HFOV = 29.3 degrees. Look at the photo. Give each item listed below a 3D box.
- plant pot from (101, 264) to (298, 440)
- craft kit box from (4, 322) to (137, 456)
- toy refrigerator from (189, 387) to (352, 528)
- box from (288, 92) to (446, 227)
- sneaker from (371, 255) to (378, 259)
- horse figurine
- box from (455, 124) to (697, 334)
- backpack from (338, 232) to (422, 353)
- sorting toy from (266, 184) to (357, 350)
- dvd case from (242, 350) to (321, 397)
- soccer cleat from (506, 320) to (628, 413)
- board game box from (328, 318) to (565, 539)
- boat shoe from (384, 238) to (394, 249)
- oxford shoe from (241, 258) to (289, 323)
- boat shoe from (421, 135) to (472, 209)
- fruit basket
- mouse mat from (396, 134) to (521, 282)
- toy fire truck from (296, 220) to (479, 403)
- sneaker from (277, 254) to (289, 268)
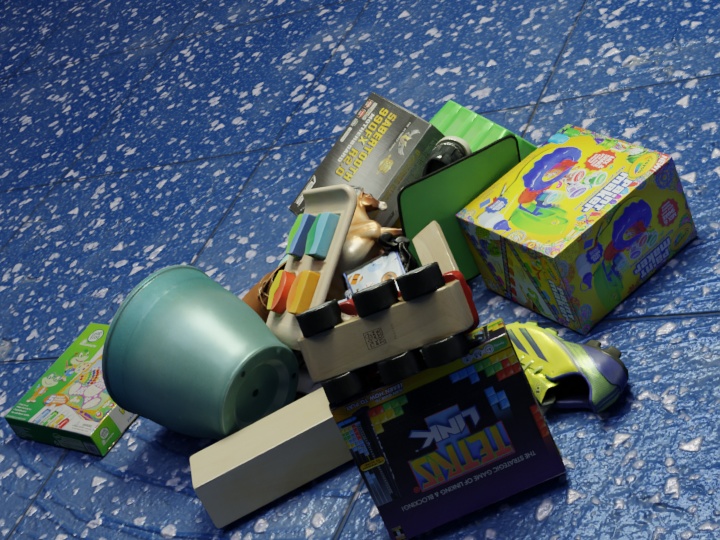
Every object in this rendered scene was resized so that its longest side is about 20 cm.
[{"bbox_3d":[-0.183,0.118,1.699,0.187,0.201,0.200,23,56,35],"label":"plant pot"},{"bbox_3d":[-0.365,0.161,1.909,0.198,0.049,0.198,4,40,41],"label":"craft kit box"},{"bbox_3d":[-0.094,0.215,1.595,0.198,0.070,0.076,-27,24,0],"label":"toy refrigerator"},{"bbox_3d":[0.010,-0.125,1.830,0.201,0.048,0.158,-54,37,1],"label":"box"},{"bbox_3d":[-0.038,0.028,1.774,0.198,0.087,0.074,-22,29,7],"label":"sneaker"},{"bbox_3d":[0.000,0.000,1.698,0.132,0.050,0.201,26,78,23],"label":"horse figurine"},{"bbox_3d":[0.260,-0.054,1.660,0.199,0.123,0.192,-39,34,-17],"label":"box"},{"bbox_3d":[0.050,0.093,1.554,0.153,0.201,0.191,-35,39,1],"label":"backpack"},{"bbox_3d":[-0.069,-0.005,1.685,0.185,0.036,0.202,-179,104,-70],"label":"sorting toy"},{"bbox_3d":[-0.044,0.105,1.763,0.199,0.016,0.149,9,46,44],"label":"dvd case"},{"bbox_3d":[0.203,0.109,1.520,0.199,0.065,0.084,12,51,46],"label":"soccer cleat"},{"bbox_3d":[0.089,0.167,1.419,0.198,0.167,0.057,-24,13,6],"label":"board game box"},{"bbox_3d":[0.037,-0.096,1.901,0.070,0.064,0.200,26,32,0],"label":"boat shoe"},{"bbox_3d":[-0.116,0.029,1.826,0.200,0.071,0.072,-41,70,23],"label":"oxford shoe"},{"bbox_3d":[0.100,-0.064,1.724,0.074,0.201,0.066,19,29,19],"label":"boat shoe"},{"bbox_3d":[0.132,-0.107,1.836,0.215,0.155,0.218,-34,44,40],"label":"fruit basket"},{"bbox_3d":[0.130,-0.062,1.694,0.199,0.163,0.008,-26,30,-29],"label":"mouse mat"},{"bbox_3d":[0.039,0.035,1.433,0.174,0.130,0.200,-21,2,20],"label":"toy fire truck"},{"bbox_3d":[-0.018,-0.032,1.896,0.139,0.078,0.201,2,51,37],"label":"sneaker"}]
